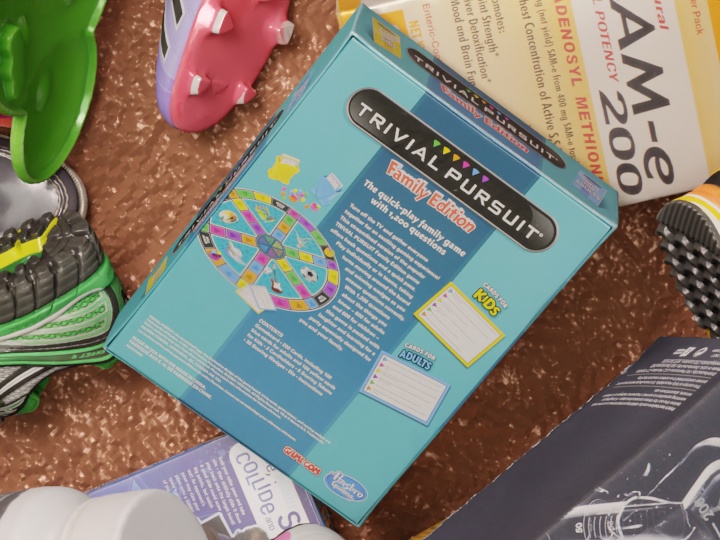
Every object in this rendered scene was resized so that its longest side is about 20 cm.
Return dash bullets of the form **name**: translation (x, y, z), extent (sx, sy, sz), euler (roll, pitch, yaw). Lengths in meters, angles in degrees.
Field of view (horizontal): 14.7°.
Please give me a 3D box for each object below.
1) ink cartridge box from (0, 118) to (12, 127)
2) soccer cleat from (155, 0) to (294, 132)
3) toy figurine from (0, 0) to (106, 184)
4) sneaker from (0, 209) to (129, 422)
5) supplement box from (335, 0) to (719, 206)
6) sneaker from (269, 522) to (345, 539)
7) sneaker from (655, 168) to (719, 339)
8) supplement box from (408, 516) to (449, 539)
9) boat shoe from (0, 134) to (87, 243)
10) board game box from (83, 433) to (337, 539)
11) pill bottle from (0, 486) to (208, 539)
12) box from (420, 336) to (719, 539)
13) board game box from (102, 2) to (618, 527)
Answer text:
- **ink cartridge box**: translation (-0.230, -0.180, 1.381), extent (0.162, 0.057, 0.200), euler (8, 88, 4)
- **soccer cleat**: translation (-0.067, -0.168, 1.369), extent (0.076, 0.067, 0.200), euler (23, 100, 34)
- **toy figurine**: translation (-0.223, -0.151, 1.330), extent (0.184, 0.150, 0.200), euler (18, 135, 14)
- **sneaker**: translation (-0.203, 0.049, 1.372), extent (0.200, 0.078, 0.085), euler (-21, 120, 16)
- **supplement box**: translation (0.099, -0.095, 1.329), extent (0.200, 0.074, 0.126), euler (-13, 109, 5)
- **sneaker**: translation (0.018, 0.209, 1.255), extent (0.080, 0.086, 0.200), euler (-39, 99, -11)
- **sneaker**: translation (0.213, 0.028, 1.318), extent (0.090, 0.070, 0.200), euler (-36, 122, -16)
- **supplement box**: translation (0.021, 0.171, 1.335), extent (0.200, 0.069, 0.067), euler (-29, 94, -16)
- **boat shoe**: translation (-0.236, -0.042, 1.377), extent (0.200, 0.063, 0.073), euler (10, 90, 3)
- **board game box**: translation (-0.061, 0.186, 1.385), extent (0.135, 0.034, 0.200), euler (-22, 90, 4)
- **pill bottle**: translation (-0.174, 0.162, 1.324), extent (0.200, 0.113, 0.113), euler (-12, 91, 27)
- **box**: translation (0.149, 0.163, 1.284), extent (0.182, 0.104, 0.200), euler (-39, 104, -18)
- **board game box**: translation (0.000, 0.000, 1.304), extent (0.151, 0.047, 0.200), euler (36, 112, -9)
